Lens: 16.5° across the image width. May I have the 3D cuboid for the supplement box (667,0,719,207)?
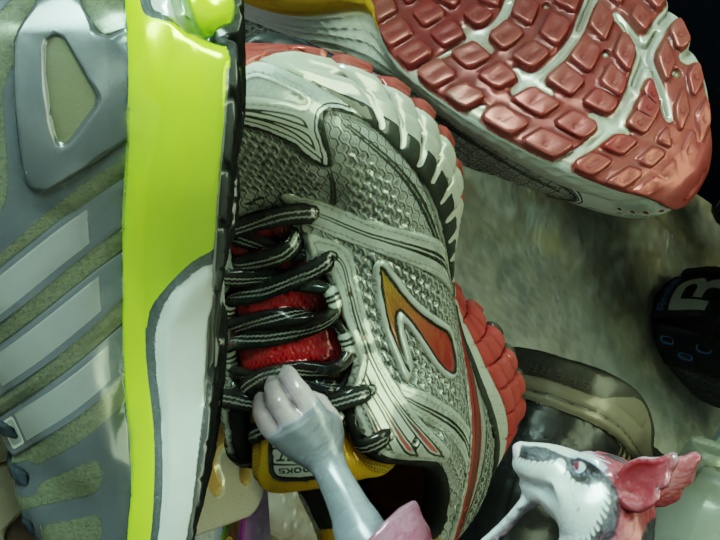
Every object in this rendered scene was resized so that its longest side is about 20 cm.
[{"bbox_3d":[0.157,-0.162,1.007,0.200,0.134,0.201,30,62,-42],"label":"supplement box"}]

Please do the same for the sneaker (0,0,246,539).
[{"bbox_3d":[-0.074,0.016,0.618,0.074,0.081,0.201,-82,179,-76],"label":"sneaker"}]

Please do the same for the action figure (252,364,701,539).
[{"bbox_3d":[0.019,0.120,0.643,0.134,0.200,0.149,22,30,-37],"label":"action figure"}]

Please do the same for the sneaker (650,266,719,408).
[{"bbox_3d":[0.174,0.013,1.055,0.073,0.111,0.200,-62,154,-29],"label":"sneaker"}]

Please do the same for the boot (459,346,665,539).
[{"bbox_3d":[0.071,0.131,0.928,0.200,0.073,0.151,61,47,-62],"label":"boot"}]

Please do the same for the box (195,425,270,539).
[{"bbox_3d":[-0.079,0.067,0.726,0.137,0.039,0.201,-5,91,-58],"label":"box"}]

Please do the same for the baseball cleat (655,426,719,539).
[{"bbox_3d":[0.145,0.105,0.936,0.200,0.070,0.107,-2,115,-59],"label":"baseball cleat"}]

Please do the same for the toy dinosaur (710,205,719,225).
[{"bbox_3d":[0.209,-0.013,1.127,0.048,0.200,0.088,-54,173,7],"label":"toy dinosaur"}]

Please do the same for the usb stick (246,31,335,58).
[{"bbox_3d":[0.000,0.000,0.803,0.033,0.055,0.200,-53,148,-25],"label":"usb stick"}]

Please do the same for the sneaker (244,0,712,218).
[{"bbox_3d":[0.028,-0.068,0.773,0.078,0.200,0.082,-42,142,-22],"label":"sneaker"}]

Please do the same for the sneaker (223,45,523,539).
[{"bbox_3d":[-0.006,0.016,0.703,0.200,0.078,0.082,61,36,-40],"label":"sneaker"}]

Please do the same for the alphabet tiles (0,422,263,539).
[{"bbox_3d":[-0.085,0.027,0.671,0.195,0.015,0.201,-13,97,-58],"label":"alphabet tiles"}]
